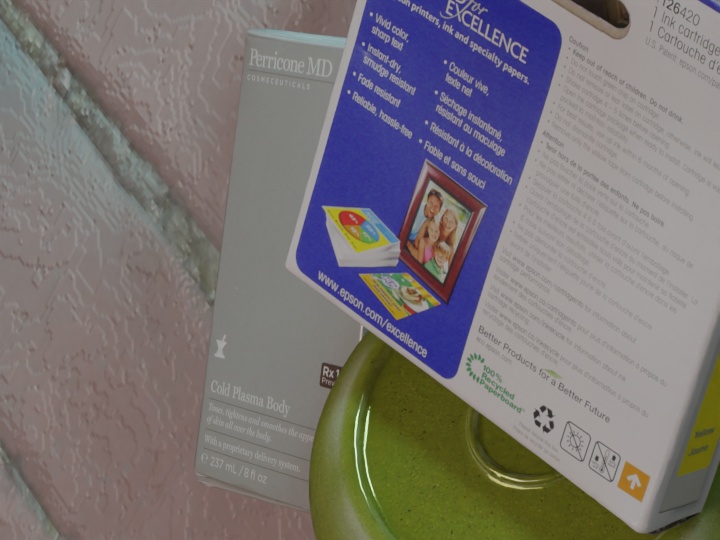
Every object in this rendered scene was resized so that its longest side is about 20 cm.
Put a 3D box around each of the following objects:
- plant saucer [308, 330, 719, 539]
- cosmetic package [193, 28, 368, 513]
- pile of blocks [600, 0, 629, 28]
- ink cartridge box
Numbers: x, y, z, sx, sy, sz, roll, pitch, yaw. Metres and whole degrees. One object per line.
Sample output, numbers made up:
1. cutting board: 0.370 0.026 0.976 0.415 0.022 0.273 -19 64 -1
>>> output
1. plant saucer: 0.071 0.064 1.129 0.200 0.031 0.200 -9 57 14
2. cosmetic package: 0.000 0.000 1.253 0.107 0.090 0.200 10 98 49
3. pile of blocks: 0.115 -0.140 1.133 0.082 0.062 0.200 -65 22 15
4. ink cartridge box: 0.071 -0.039 1.070 0.198 0.047 0.200 37 123 34
